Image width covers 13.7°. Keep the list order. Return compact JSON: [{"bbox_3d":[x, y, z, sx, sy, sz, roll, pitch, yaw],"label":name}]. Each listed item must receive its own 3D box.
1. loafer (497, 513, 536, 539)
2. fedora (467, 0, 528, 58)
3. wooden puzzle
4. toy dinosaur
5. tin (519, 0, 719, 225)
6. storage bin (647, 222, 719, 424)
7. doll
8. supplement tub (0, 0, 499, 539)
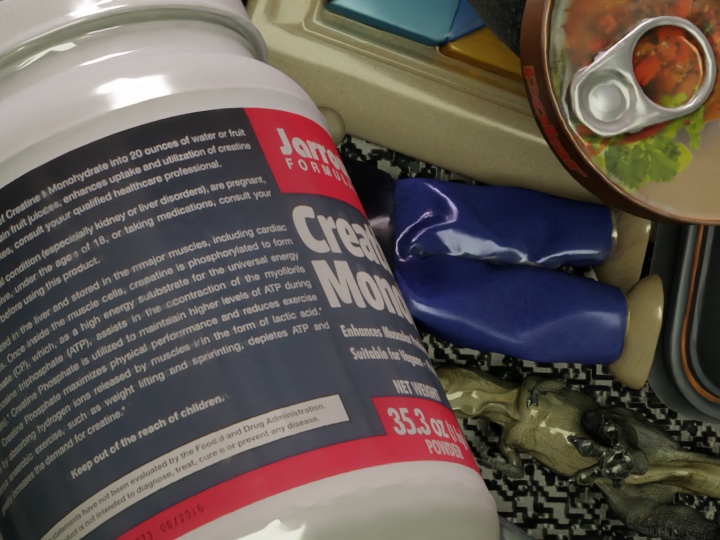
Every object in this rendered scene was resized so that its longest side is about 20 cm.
[{"bbox_3d":[-0.028,0.087,0.989,0.200,0.073,0.072,26,64,31],"label":"loafer"},{"bbox_3d":[0.107,-0.139,1.001,0.200,0.092,0.201,1,88,-15],"label":"fedora"},{"bbox_3d":[0.069,-0.129,1.055,0.185,0.037,0.200,19,90,-10],"label":"wooden puzzle"},{"bbox_3d":[0.099,0.072,1.043,0.200,0.088,0.048,21,99,-8],"label":"toy dinosaur"},{"bbox_3d":[0.143,-0.088,0.940,0.200,0.042,0.112,-28,91,-14],"label":"tin"},{"bbox_3d":[0.214,0.018,1.020,0.199,0.134,0.146,9,93,-18],"label":"storage bin"},{"bbox_3d":[0.000,0.000,1.009,0.199,0.049,0.137,6,47,-8],"label":"doll"},{"bbox_3d":[-0.056,0.025,0.891,0.140,0.140,0.200,-21,68,-7],"label":"supplement tub"}]
